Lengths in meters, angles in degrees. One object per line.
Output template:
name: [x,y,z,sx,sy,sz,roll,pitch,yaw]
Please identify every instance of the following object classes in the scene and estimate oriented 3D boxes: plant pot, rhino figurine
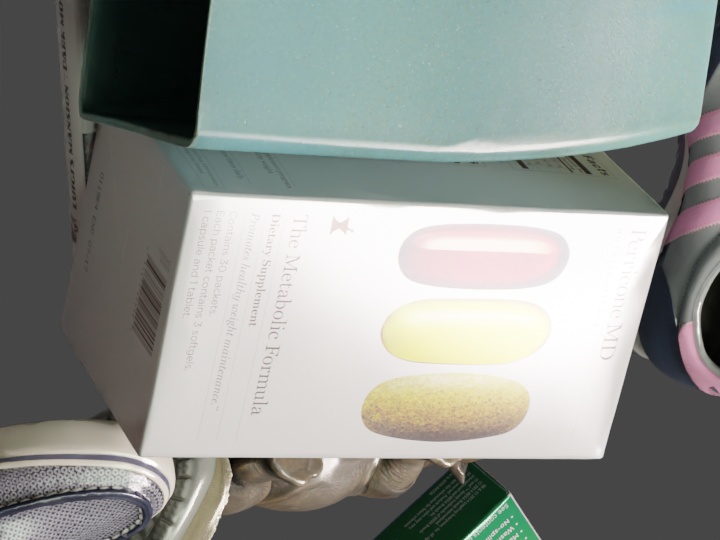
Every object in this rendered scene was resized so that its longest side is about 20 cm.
plant pot: [0.020,-0.107,1.047,0.199,0.141,0.142,6,95,-23]
rhino figurine: [0.004,0.069,1.255,0.199,0.087,0.060,-2,75,-35]

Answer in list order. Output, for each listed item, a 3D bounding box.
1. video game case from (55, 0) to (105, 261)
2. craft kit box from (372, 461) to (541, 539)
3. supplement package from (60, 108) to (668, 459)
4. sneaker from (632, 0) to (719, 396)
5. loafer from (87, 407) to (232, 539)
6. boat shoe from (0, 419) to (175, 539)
video game case: [-0.029,-0.073,1.195,0.199,0.023,0.183,-17,121,-28]
craft kit box: [0.027,0.219,1.369,0.200,0.048,0.198,-42,132,-9]
supplement package: [0.000,0.000,1.145,0.199,0.110,0.114,1,116,-24]
sneaker: [0.179,-0.038,1.314,0.070,0.082,0.201,0,113,-31]
loafer: [-0.109,0.132,1.208,0.069,0.075,0.200,-2,133,-52]
boat shoe: [-0.162,0.125,1.110,0.199,0.093,0.075,-15,143,5]
